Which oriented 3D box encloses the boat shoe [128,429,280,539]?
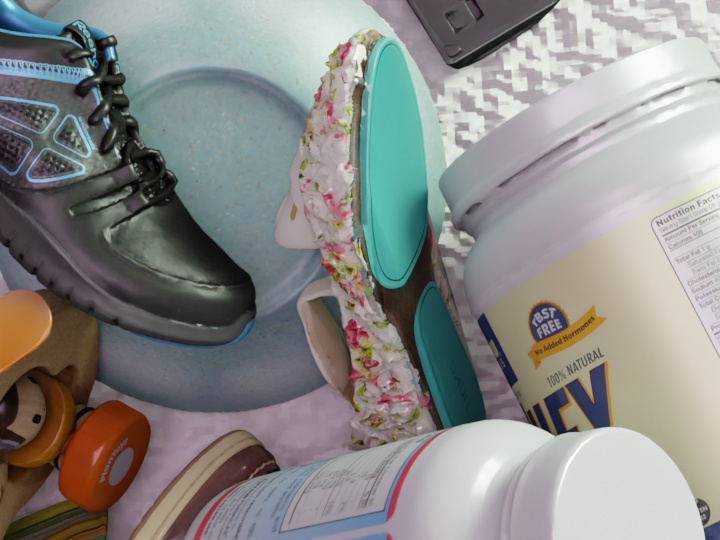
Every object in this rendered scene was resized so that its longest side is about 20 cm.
[{"bbox_3d":[-0.076,0.164,0.944,0.072,0.072,0.201,26,75,16],"label":"boat shoe"}]

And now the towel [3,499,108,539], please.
[{"bbox_3d":[-0.143,0.142,0.909,0.086,0.200,0.018,-25,107,3],"label":"towel"}]

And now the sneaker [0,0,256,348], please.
[{"bbox_3d":[-0.114,-0.048,0.898,0.200,0.073,0.082,39,105,2],"label":"sneaker"}]

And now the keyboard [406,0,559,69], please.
[{"bbox_3d":[0.000,-0.176,1.011,0.127,0.021,0.201,-30,80,-3],"label":"keyboard"}]

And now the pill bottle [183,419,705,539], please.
[{"bbox_3d":[0.028,0.116,0.860,0.199,0.108,0.110,-18,79,45],"label":"pill bottle"}]

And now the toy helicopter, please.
[{"bbox_3d":[-0.168,0.086,0.904,0.079,0.133,0.200,28,59,18],"label":"toy helicopter"}]

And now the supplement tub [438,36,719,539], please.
[{"bbox_3d":[0.129,0.025,0.909,0.144,0.145,0.201,-28,81,3],"label":"supplement tub"}]

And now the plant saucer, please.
[{"bbox_3d":[-0.062,-0.033,0.960,0.199,0.039,0.203,0,102,-1],"label":"plant saucer"}]

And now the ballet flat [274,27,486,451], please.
[{"bbox_3d":[0.000,0.000,0.919,0.063,0.076,0.201,0,119,25],"label":"ballet flat"}]

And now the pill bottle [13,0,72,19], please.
[{"bbox_3d":[-0.225,-0.108,0.984,0.199,0.112,0.113,-26,81,3],"label":"pill bottle"}]
